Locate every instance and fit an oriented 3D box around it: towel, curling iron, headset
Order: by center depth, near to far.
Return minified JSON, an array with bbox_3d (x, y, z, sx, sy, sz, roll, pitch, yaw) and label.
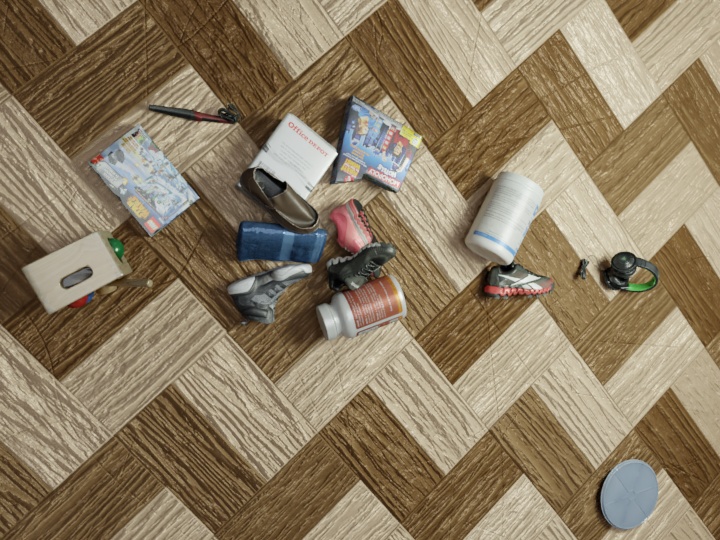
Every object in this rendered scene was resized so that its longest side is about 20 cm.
[{"bbox_3d":[-0.365,-0.354,1.278,0.197,0.026,0.050,2,129,-12],"label":"curling iron"},{"bbox_3d":[-0.180,-0.061,1.305,0.197,0.112,0.049,4,56,-16],"label":"towel"},{"bbox_3d":[0.696,0.013,1.552,0.197,0.124,0.095,18,59,13],"label":"headset"}]

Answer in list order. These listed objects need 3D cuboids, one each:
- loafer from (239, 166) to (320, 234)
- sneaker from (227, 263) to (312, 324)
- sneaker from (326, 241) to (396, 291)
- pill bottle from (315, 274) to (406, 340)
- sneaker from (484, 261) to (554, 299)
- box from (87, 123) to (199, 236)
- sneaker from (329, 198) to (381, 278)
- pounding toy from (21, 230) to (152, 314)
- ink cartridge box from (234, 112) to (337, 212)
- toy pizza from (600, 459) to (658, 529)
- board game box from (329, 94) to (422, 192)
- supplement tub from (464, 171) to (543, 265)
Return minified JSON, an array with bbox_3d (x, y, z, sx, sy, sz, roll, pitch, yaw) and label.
[{"bbox_3d":[-0.168,-0.149,1.229,0.199,0.071,0.074,34,69,-15],"label":"loafer"},{"bbox_3d":[-0.198,0.056,1.327,0.197,0.075,0.116,-17,98,-8],"label":"sneaker"},{"bbox_3d":[0.000,0.000,1.314,0.066,0.198,0.092,34,49,-41],"label":"sneaker"},{"bbox_3d":[0.000,0.092,1.362,0.197,0.112,0.114,-19,98,-14],"label":"pill bottle"},{"bbox_3d":[0.417,0.020,1.495,0.197,0.071,0.100,-1,96,-14],"label":"sneaker"},{"bbox_3d":[-0.467,-0.194,1.253,0.137,0.040,0.201,-40,102,-11],"label":"box"},{"bbox_3d":[-0.010,-0.070,1.385,0.086,0.074,0.202,-18,107,17],"label":"sneaker"},{"bbox_3d":[-0.539,0.008,1.169,0.198,0.184,0.144,-29,100,-12],"label":"pounding toy"},{"bbox_3d":[-0.169,-0.228,1.311,0.146,0.086,0.201,36,82,-15],"label":"ink cartridge box"},{"bbox_3d":[0.764,0.637,1.646,0.197,0.032,0.204,-1,94,-16],"label":"toy pizza"},{"bbox_3d":[0.018,-0.274,1.374,0.198,0.062,0.202,27,87,-15],"label":"board game box"},{"bbox_3d":[0.358,-0.129,1.441,0.131,0.132,0.202,29,86,-15],"label":"supplement tub"}]
